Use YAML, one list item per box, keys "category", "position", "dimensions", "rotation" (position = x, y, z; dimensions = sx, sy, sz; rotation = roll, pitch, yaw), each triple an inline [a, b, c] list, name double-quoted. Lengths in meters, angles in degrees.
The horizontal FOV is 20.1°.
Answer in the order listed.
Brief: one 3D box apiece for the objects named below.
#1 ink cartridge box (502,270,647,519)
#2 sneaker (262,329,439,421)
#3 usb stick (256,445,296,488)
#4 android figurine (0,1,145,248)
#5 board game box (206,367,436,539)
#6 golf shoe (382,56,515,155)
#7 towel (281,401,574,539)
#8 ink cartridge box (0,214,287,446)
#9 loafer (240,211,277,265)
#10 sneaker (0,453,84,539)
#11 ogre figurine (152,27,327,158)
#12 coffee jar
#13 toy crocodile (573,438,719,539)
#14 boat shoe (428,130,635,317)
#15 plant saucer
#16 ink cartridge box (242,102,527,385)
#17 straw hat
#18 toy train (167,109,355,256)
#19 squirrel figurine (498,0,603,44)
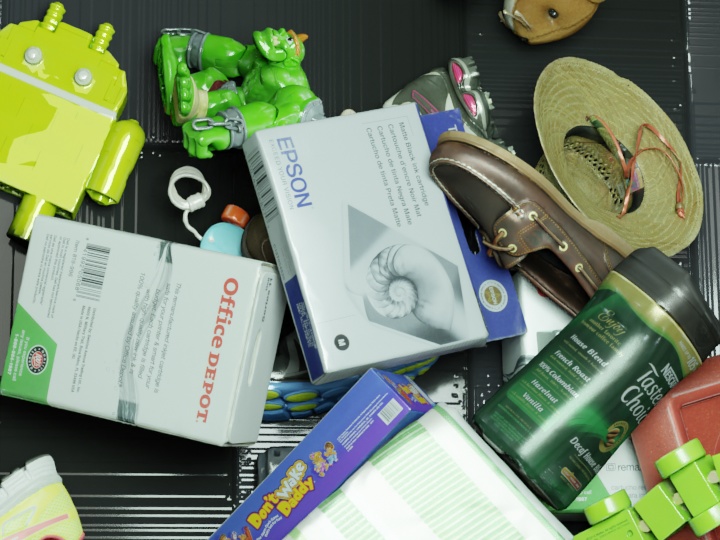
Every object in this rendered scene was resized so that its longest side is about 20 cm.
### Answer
- category: "ink cartridge box"
  position: [0.194, 0.101, 1.668]
  dimensions: [0.145, 0.083, 0.202]
  rotation: [0, 78, -8]
- category: "sneaker"
  position: [-0.034, 0.068, 1.670]
  dimensions: [0.198, 0.071, 0.083]
  rotation: [-16, 67, -11]
- category: "usb stick"
  position: [0.014, 0.170, 1.658]
  dimensions: [0.198, 0.033, 0.056]
  rotation: [0, 84, -2]
- category: "android figurine"
  position: [-0.269, -0.125, 1.690]
  dimensions: [0.181, 0.041, 0.201]
  rotation: [24, 78, -1]
- category: "board game box"
  position: [-0.030, 0.165, 1.565]
  dimensions: [0.045, 0.134, 0.200]
  rotation: [45, 95, 14]
- category: "golf shoe"
  position: [0.089, -0.082, 1.697]
  dimensions: [0.087, 0.077, 0.201]
  rotation: [-22, 58, -3]
- category: "towel"
  position: [0.038, 0.212, 1.488]
  dimensions: [0.200, 0.023, 0.153]
  rotation: [-42, 85, -12]
- category: "ink cartridge box"
  position: [-0.167, 0.048, 1.598]
  dimensions: [0.198, 0.083, 0.148]
  rotation: [13, 89, 17]
- category: "loafer"
  position: [0.000, 0.000, 1.621]
  dimensions: [0.198, 0.071, 0.074]
  rotation: [16, 72, -2]
- category: "sneaker"
  position: [-0.302, 0.235, 1.592]
  dimensions: [0.199, 0.078, 0.091]
  rotation: [-37, 91, -11]
- category: "ogre figurine"
  position: [-0.099, -0.147, 1.653]
  dimensions: [0.119, 0.200, 0.099]
  rotation: [-3, 99, -14]
- category: "coffee jar"
  position: [0.185, 0.080, 1.550]
  dimensions: [0.200, 0.104, 0.085]
  rotation: [-47, 50, -3]
- category: "toy crocodile"
  position: [0.232, 0.185, 1.557]
  dimensions: [0.200, 0.062, 0.068]
  rotation: [-38, 76, 30]
- category: "boat shoe"
  position: [0.132, -0.030, 1.584]
  dimensions: [0.199, 0.070, 0.071]
  rotation: [34, 69, -14]
- category: "plant saucer"
  position: [0.321, 0.161, 1.621]
  dimensions: [0.198, 0.037, 0.201]
  rotation: [-14, 85, -26]
- category: "ink cartridge box"
  position: [0.027, -0.028, 1.580]
  dimensions: [0.198, 0.041, 0.201]
  rotation: [-12, 78, -26]
- category: "straw hat"
  position: [0.191, -0.075, 1.706]
  dimensions: [0.200, 0.085, 0.203]
  rotation: [24, 49, -31]
- category: "toy train"
  position: [-0.057, -0.044, 1.695]
  dimensions: [0.198, 0.056, 0.152]
  rotation: [-13, 75, -10]
- category: "squirrel figurine"
  position: [0.147, -0.299, 1.732]
  dimensions: [0.186, 0.142, 0.200]
  rotation: [42, 79, -3]
